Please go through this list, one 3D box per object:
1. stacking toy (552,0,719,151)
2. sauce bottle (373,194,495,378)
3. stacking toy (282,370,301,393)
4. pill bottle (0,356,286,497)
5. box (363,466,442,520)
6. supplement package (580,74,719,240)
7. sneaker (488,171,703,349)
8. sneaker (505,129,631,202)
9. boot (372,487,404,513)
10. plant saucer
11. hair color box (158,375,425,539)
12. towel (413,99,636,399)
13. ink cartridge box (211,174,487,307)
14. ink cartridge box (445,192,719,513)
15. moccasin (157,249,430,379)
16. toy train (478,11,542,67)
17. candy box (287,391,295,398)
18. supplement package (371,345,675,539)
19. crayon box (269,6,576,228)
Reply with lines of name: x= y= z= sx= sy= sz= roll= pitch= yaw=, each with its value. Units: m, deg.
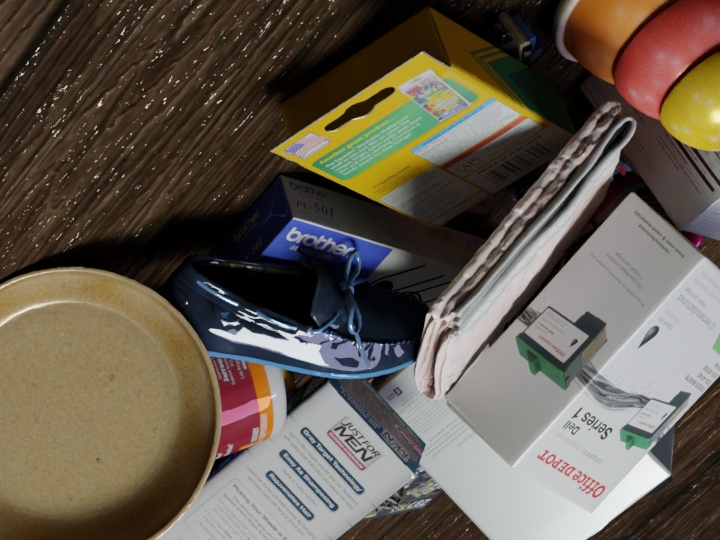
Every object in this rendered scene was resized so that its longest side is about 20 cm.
stacking toy: x=0.235 y=-0.129 z=1.504 sx=0.146 sy=0.200 sz=0.146 roll=-26 pitch=157 yaw=-12
sauce bottle: x=0.040 y=0.004 z=1.701 sx=0.066 sy=0.066 sz=0.200 roll=-12 pitch=152 yaw=-38
stacking toy: x=-0.086 y=0.076 z=1.692 sx=0.200 sy=0.085 sz=0.085 roll=-39 pitch=157 yaw=-2
pill bottle: x=-0.162 y=0.097 z=1.571 sx=0.199 sy=0.113 sz=0.113 roll=-20 pitch=155 yaw=-20
box: x=0.032 y=0.171 z=2.053 sx=0.200 sy=0.049 sz=0.161 roll=-4 pitch=143 yaw=-48
supplement package: x=0.311 y=-0.135 z=1.657 sx=0.200 sy=0.147 sz=0.191 roll=-42 pitch=155 yaw=22
sneaker: x=0.170 y=0.008 z=1.652 sx=0.200 sy=0.075 sz=0.081 roll=-47 pitch=139 yaw=-16
sneaker: x=0.188 y=-0.047 z=1.745 sx=0.079 sy=0.096 sz=0.200 roll=-41 pitch=156 yaw=19
boot: x=-0.049 y=0.185 z=1.764 sx=0.173 sy=0.201 sz=0.069 roll=-5 pitch=-158 yaw=19
plant saucer: x=-0.193 y=0.095 z=1.480 sx=0.200 sy=0.201 sz=0.035 roll=-30 pitch=-170 yaw=-4
hair color box: x=-0.056 y=0.167 z=1.699 sx=0.200 sy=0.100 sz=0.061 roll=-40 pitch=-172 yaw=21
towel: x=0.111 y=-0.010 z=1.521 sx=0.200 sy=0.032 sz=0.191 roll=-49 pitch=171 yaw=-13
ink cartridge box: x=0.000 y=0.000 z=1.595 sx=0.200 sy=0.044 sz=0.094 roll=17 pitch=131 yaw=-36
ink cartridge box: x=0.177 y=0.063 z=1.585 sx=0.200 sy=0.084 sz=0.146 roll=-49 pitch=145 yaw=6
moccasin: x=-0.036 y=0.028 z=1.515 sx=0.199 sy=0.081 sz=0.068 roll=2 pitch=133 yaw=-25
toy train: x=0.104 y=-0.121 z=1.571 sx=0.046 sy=0.034 sz=0.200 roll=-29 pitch=157 yaw=-12
candy box: x=-0.098 y=0.183 z=1.897 sx=0.200 sy=0.061 sz=0.136 roll=-42 pitch=155 yaw=25
supplement package: x=0.132 y=0.107 z=1.795 sx=0.152 sy=0.200 sz=0.151 roll=-40 pitch=-172 yaw=20
crayon box: x=0.039 y=-0.101 z=1.461 sx=0.126 sy=0.052 sz=0.200 roll=-31 pitch=152 yaw=24
